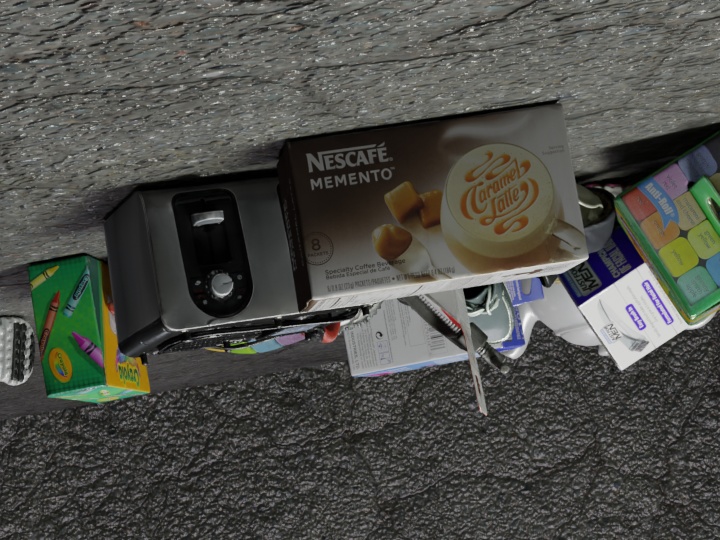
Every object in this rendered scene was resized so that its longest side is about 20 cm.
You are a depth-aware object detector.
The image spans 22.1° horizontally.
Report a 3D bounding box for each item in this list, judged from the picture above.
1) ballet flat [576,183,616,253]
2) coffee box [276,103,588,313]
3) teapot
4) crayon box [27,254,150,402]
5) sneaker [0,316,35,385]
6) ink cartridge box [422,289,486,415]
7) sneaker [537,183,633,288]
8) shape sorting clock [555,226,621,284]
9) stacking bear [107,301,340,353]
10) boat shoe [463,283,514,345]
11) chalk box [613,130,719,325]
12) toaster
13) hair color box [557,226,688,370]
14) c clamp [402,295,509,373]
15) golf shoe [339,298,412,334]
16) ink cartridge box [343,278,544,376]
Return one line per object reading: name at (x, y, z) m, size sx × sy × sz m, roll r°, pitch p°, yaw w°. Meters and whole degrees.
ballet flat at (0.149, -0.053, 1.635) m, size 0.199 × 0.073 × 0.073 m, roll 1°, pitch 169°, yaw -32°
coffee box at (0.048, -0.043, 1.301) m, size 0.199 × 0.115 × 0.080 m, roll -8°, pitch 174°, yaw -9°
teapot at (0.282, 0.024, 2.129) m, size 0.197 × 0.147 × 0.200 m, roll -6°, pitch 172°, yaw -33°
crayon box at (-0.249, 0.058, 1.705) m, size 0.058 × 0.119 × 0.200 m, roll -10°, pitch 174°, yaw 3°
sneaker at (-0.414, 0.083, 1.959) m, size 0.081 × 0.076 × 0.200 m, roll 2°, pitch 176°, yaw 21°
ink cartridge box at (0.059, 0.019, 1.472) m, size 0.050 × 0.201 × 0.161 m, roll -10°, pitch 173°, yaw 5°
sneaker at (0.191, -0.030, 1.761) m, size 0.199 × 0.088 × 0.074 m, roll -10°, pitch 174°, yaw 2°
shape sorting clock at (0.272, -0.035, 1.848) m, size 0.199 × 0.039 × 0.200 m, roll -24°, pitch -170°, yaw 4°
stacking bear at (-0.126, 0.020, 1.656) m, size 0.199 × 0.114 × 0.121 m, roll -7°, pitch 175°, yaw 14°
boat shoe at (0.093, 0.019, 1.688) m, size 0.073 × 0.062 × 0.200 m, roll -32°, pitch 135°, yaw 5°
chalk box at (0.297, -0.037, 1.561) m, size 0.124 × 0.125 × 0.200 m, roll -32°, pitch 171°, yaw 7°
toaster at (-0.094, -0.001, 1.420) m, size 0.180 × 0.119 × 0.200 m, roll -7°, pitch 173°, yaw -20°
hair color box at (0.296, -0.006, 1.729) m, size 0.200 × 0.065 × 0.109 m, roll -34°, pitch 132°, yaw 4°
c clamp at (0.053, 0.017, 1.624) m, size 0.027 × 0.200 × 0.171 m, roll -47°, pitch 179°, yaw -4°
golf shoe at (0.000, 0.000, 1.772) m, size 0.199 × 0.095 × 0.078 m, roll -19°, pitch -151°, yaw 16°
ink cartridge box at (0.081, 0.025, 1.848) m, size 0.199 × 0.137 × 0.076 m, roll -12°, pitch 175°, yaw 24°
